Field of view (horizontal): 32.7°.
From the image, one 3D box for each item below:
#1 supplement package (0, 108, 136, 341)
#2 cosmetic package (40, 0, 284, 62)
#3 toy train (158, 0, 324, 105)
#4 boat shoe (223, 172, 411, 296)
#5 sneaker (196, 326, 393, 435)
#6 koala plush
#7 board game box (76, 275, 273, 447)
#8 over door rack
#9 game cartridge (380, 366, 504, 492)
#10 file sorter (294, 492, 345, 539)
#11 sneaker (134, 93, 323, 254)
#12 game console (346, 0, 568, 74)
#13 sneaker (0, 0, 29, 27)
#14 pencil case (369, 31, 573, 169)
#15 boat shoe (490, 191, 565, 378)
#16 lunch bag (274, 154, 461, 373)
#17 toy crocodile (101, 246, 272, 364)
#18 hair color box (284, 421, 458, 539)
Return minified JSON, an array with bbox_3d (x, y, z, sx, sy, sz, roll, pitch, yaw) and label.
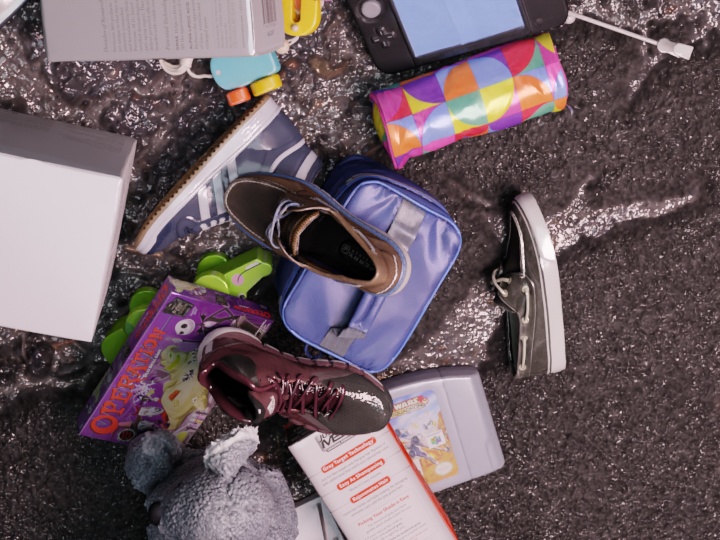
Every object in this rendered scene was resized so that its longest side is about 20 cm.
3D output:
[{"bbox_3d":[-0.297,-0.049,1.126,0.150,0.200,0.152,11,104,-10],"label":"supplement package"},{"bbox_3d":[-0.178,-0.230,1.114,0.197,0.102,0.075,-1,104,14],"label":"cosmetic package"},{"bbox_3d":[-0.105,-0.261,1.172,0.149,0.056,0.201,31,107,4],"label":"toy train"},{"bbox_3d":[-0.048,-0.040,1.120,0.198,0.072,0.073,24,97,20],"label":"boat shoe"},{"bbox_3d":[-0.066,0.124,1.148,0.198,0.116,0.076,18,105,-3],"label":"sneaker"},{"bbox_3d":[-0.134,0.231,1.166,0.182,0.200,0.180,6,71,-12],"label":"koala plush"},{"bbox_3d":[-0.187,0.100,1.226,0.119,0.032,0.201,20,120,-30],"label":"board game box"},{"bbox_3d":[0.249,-0.303,1.187,0.198,0.067,0.149,21,103,9],"label":"over door rack"},{"bbox_3d":[0.046,0.182,1.325,0.198,0.042,0.134,-19,112,-2],"label":"game cartridge"},{"bbox_3d":[-0.058,0.374,1.319,0.138,0.125,0.202,-25,107,0],"label":"file sorter"},{"bbox_3d":[-0.125,-0.066,1.213,0.200,0.070,0.108,-45,105,3],"label":"sneaker"},{"bbox_3d":[0.079,-0.239,1.112,0.198,0.120,0.173,-12,134,17],"label":"game console"},{"bbox_3d":[-0.404,-0.248,1.112,0.203,0.077,0.146,-48,118,-3],"label":"sneaker"},{"bbox_3d":[0.109,-0.167,1.209,0.198,0.088,0.089,-17,107,-1],"label":"pencil case"},{"bbox_3d":[0.170,0.020,1.276,0.063,0.071,0.202,-12,109,-5],"label":"boat shoe"},{"bbox_3d":[0.000,0.000,1.215,0.135,0.132,0.201,27,100,-14],"label":"lunch bag"},{"bbox_3d":[-0.175,0.036,1.237,0.198,0.068,0.062,-27,111,3],"label":"toy crocodile"},{"bbox_3d":[0.013,0.226,1.284,0.101,0.061,0.201,-29,108,2],"label":"hair color box"}]
